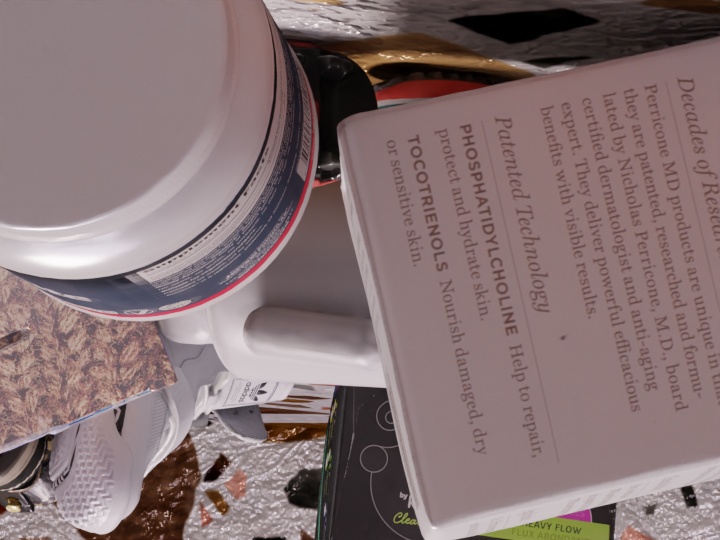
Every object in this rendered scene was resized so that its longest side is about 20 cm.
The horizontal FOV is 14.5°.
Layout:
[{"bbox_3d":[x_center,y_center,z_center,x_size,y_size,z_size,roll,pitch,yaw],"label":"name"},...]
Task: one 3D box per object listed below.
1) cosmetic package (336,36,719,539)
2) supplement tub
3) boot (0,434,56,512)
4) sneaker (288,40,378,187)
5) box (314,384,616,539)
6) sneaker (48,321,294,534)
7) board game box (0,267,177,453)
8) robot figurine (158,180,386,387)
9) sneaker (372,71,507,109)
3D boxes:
[{"bbox_3d":[0.104,0.009,1.163,0.200,0.166,0.167,-13,172,-2],"label":"cosmetic package"},{"bbox_3d":[-0.094,-0.060,1.030,0.140,0.140,0.200,4,173,7],"label":"supplement tub"},{"bbox_3d":[-0.199,0.079,1.492,0.200,0.073,0.151,27,169,41],"label":"boot"},{"bbox_3d":[-0.098,-0.069,1.236,0.200,0.071,0.098,6,170,-21],"label":"sneaker"},{"bbox_3d":[0.054,0.114,1.509,0.148,0.124,0.200,7,165,-2],"label":"box"},{"bbox_3d":[-0.088,0.062,1.428,0.115,0.200,0.075,19,128,-15],"label":"sneaker"},{"bbox_3d":[-0.189,0.010,1.317,0.159,0.097,0.200,-23,-160,-7],"label":"board game box"},{"bbox_3d":[0.000,0.000,1.374,0.200,0.113,0.170,2,-148,16],"label":"robot figurine"},{"bbox_3d":[0.094,-0.034,1.303,0.200,0.093,0.070,6,172,-12],"label":"sneaker"}]
